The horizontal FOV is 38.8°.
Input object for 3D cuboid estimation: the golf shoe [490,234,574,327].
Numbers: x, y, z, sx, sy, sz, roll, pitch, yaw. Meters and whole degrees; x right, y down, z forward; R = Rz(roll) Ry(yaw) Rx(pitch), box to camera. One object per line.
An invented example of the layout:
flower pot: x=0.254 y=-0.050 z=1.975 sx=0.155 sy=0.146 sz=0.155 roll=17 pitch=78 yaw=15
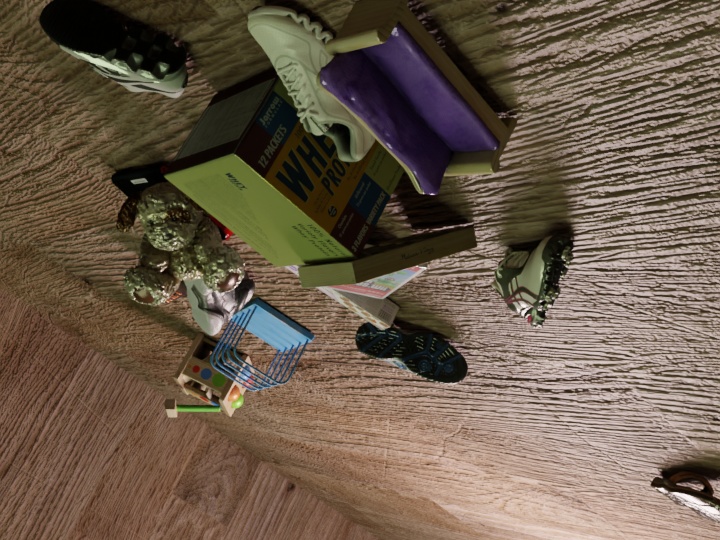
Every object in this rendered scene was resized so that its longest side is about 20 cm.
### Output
golf shoe: x=0.203 y=0.007 z=1.246 sx=0.087 sy=0.078 sz=0.201 roll=31 pitch=160 yaw=13

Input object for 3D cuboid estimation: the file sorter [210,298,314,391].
file sorter: x=-0.207 y=0.158 z=2.058 sx=0.138 sy=0.124 sz=0.200 roll=34 pitch=159 yaw=-13

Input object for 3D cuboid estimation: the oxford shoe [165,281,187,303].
oxford shoe: x=-0.366 y=0.037 z=2.048 sx=0.071 sy=0.073 sz=0.198 roll=41 pitch=156 yaw=-30

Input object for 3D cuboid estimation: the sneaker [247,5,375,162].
sneaker: x=-0.047 y=-0.197 z=1.081 sx=0.200 sy=0.082 sz=0.075 roll=41 pitch=158 yaw=-27

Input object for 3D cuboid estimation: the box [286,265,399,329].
box: x=-0.030 y=0.026 z=1.636 sx=0.198 sy=0.042 sz=0.039 roll=33 pitch=159 yaw=-13

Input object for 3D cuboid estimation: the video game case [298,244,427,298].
video game case: x=0.000 y=0.000 z=1.500 sx=0.140 sy=0.018 sz=0.200 roll=12 pitch=162 yaw=-15

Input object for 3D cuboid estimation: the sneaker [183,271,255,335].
sneaker: x=-0.252 y=0.014 z=1.823 sx=0.075 sy=0.113 sz=0.202 roll=32 pitch=142 yaw=32

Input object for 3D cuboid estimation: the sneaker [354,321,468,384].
sneaker: x=0.091 y=0.133 z=1.713 sx=0.197 sy=0.077 sz=0.077 roll=22 pitch=-179 yaw=18

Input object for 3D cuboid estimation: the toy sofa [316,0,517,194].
toy sofa: x=0.057 y=-0.165 z=0.994 sx=0.082 sy=0.099 sz=0.200 roll=2 pitch=146 yaw=50

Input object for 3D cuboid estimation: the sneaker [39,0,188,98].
sneaker: x=-0.304 y=-0.264 z=1.260 sx=0.197 sy=0.075 sz=0.089 roll=27 pitch=158 yaw=7

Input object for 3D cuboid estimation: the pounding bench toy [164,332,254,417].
pounding bench toy: x=-0.357 y=0.285 z=2.436 sx=0.154 sy=0.202 sz=0.125 roll=24 pitch=159 yaw=12

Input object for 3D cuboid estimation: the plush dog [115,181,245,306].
plush dog: x=-0.284 y=-0.062 z=1.599 sx=0.196 sy=0.162 sz=0.174 roll=-9 pitch=128 yaw=7

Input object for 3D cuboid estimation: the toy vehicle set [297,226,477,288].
toy vehicle set: x=0.035 y=-0.017 z=1.275 sx=0.123 sy=0.198 sz=0.027 roll=-5 pitch=99 yaw=54

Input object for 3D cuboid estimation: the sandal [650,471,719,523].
sandal: x=0.544 y=0.361 z=1.675 sx=0.081 sy=0.055 sz=0.200 roll=36 pitch=174 yaw=-4

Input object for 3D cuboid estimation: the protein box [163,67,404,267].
protein box: x=-0.094 y=-0.120 z=1.239 sx=0.198 sy=0.136 sz=0.199 roll=39 pitch=158 yaw=-26

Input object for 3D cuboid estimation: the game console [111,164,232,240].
game console: x=-0.311 y=-0.111 z=1.704 sx=0.198 sy=0.031 sz=0.177 roll=-1 pitch=140 yaw=52
